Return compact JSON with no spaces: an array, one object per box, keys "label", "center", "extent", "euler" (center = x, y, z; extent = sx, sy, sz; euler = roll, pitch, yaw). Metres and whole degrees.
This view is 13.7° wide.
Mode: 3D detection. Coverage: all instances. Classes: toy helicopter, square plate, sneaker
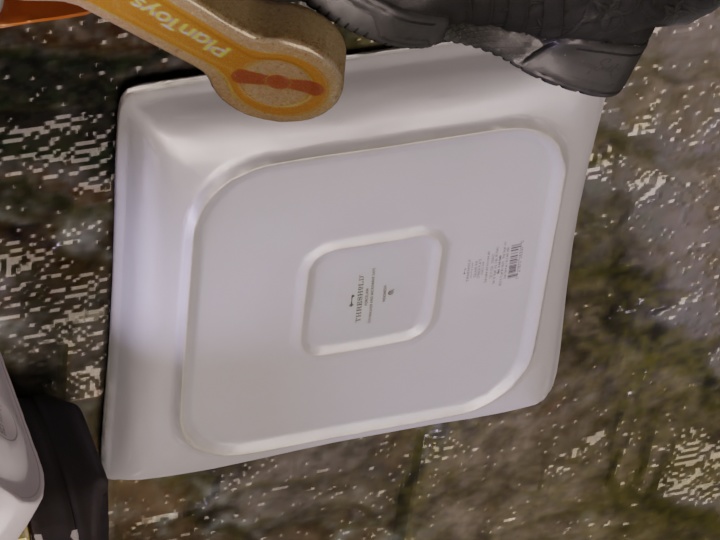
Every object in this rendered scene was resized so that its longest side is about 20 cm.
[{"label":"toy helicopter","center":[-0.094,-0.097,0.984],"extent":[0.199,0.079,0.132],"euler":[29,138,-28]},{"label":"square plate","center":[0.000,0.000,1.161],"extent":[0.197,0.029,0.201],"euler":[-9,134,-17]},{"label":"sneaker","center":[0.067,-0.123,1.058],"extent":[0.199,0.060,0.104],"euler":[13,122,-38]}]

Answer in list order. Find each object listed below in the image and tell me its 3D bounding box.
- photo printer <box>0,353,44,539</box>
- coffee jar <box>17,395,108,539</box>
[{"label":"photo printer","center":[-0.193,0.058,0.999],"extent":[0.166,0.200,0.069],"euler":[-38,136,13]},{"label":"coffee jar","center":[-0.192,0.113,1.133],"extent":[0.199,0.086,0.105],"euler":[-12,136,-16]}]
